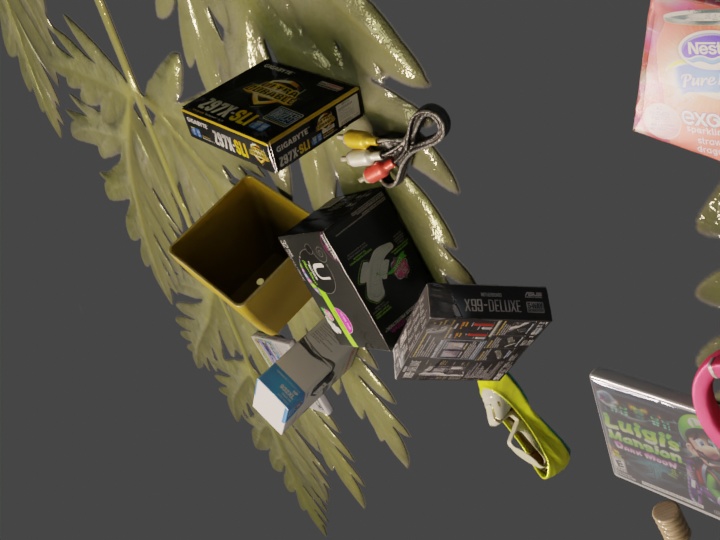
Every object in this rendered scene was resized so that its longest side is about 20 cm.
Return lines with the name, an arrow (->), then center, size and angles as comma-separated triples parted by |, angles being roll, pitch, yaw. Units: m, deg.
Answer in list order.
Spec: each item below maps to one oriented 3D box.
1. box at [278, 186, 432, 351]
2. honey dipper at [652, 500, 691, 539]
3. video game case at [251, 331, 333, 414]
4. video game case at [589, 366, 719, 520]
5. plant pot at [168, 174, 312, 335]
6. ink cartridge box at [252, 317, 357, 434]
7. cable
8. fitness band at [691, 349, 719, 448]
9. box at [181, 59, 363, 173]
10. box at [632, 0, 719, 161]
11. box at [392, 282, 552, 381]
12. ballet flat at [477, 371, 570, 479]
box -> 0.000, 0.000, 1.146 | 0.148, 0.124, 0.201 | -3, 120, 58
honey dipper -> 0.443, 0.393, 1.033 | 0.038, 0.038, 0.201 | 1, 125, 56
video game case -> -0.158, 0.235, 1.786 | 0.181, 0.022, 0.201 | 4, 128, 55
video game case -> 0.380, 0.215, 0.929 | 0.199, 0.023, 0.183 | 16, 136, 49
plant pot -> -0.175, -0.007, 1.350 | 0.199, 0.200, 0.177 | 33, 159, 31
ink cartridge box -> -0.101, 0.192, 1.449 | 0.084, 0.200, 0.146 | 41, 151, 14
cable -> 0.046, -0.147, 0.974 | 0.199, 0.050, 0.098 | 0, 124, 59
fitness band -> 0.416, 0.133, 0.740 | 0.199, 0.037, 0.145 | -17, 107, 53
box -> -0.120, -0.212, 1.034 | 0.199, 0.159, 0.050 | 28, 145, 39
box -> 0.264, -0.155, 0.466 | 0.102, 0.200, 0.095 | 31, 147, 34
box -> 0.138, 0.086, 1.009 | 0.201, 0.156, 0.050 | 108, 161, -59
ballet flat -> 0.225, 0.217, 1.123 | 0.200, 0.067, 0.067 | 50, 154, 3
